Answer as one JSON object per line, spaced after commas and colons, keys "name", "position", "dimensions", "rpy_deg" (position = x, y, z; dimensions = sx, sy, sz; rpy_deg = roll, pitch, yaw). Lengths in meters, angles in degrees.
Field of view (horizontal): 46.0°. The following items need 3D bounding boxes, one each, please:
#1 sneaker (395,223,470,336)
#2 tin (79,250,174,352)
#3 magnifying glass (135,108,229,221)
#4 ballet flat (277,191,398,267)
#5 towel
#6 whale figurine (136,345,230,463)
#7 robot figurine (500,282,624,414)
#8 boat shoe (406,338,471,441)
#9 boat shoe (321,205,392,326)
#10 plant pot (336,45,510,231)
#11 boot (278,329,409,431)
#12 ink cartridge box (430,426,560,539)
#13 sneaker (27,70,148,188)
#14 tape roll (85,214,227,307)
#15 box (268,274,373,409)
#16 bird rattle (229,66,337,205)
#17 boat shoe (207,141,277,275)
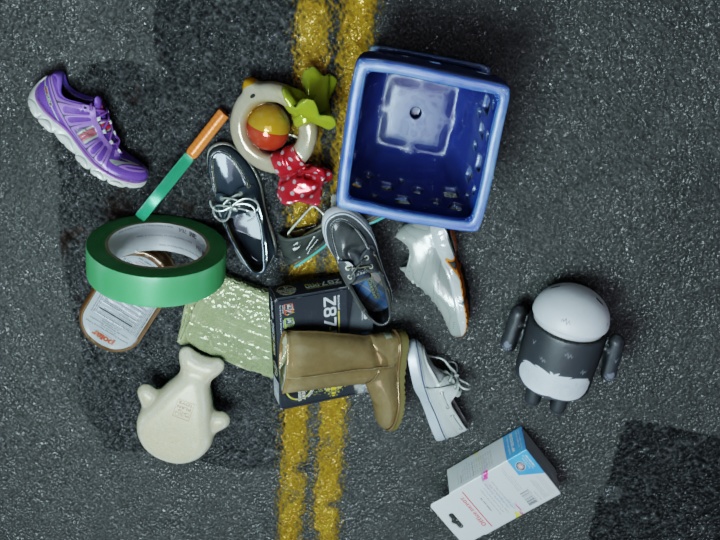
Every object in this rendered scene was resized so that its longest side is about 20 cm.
{"name": "sneaker", "position": [0.111, 0.010, 1.295], "dimensions": [0.090, 0.076, 0.203], "rpy_deg": [-11, 108, 16]}
{"name": "tin", "position": [-0.370, 0.044, 1.343], "dimensions": [0.111, 0.042, 0.201], "rpy_deg": [34, 113, -9]}
{"name": "magnifying glass", "position": [-0.259, -0.152, 1.229], "dimensions": [0.022, 0.080, 0.200], "rpy_deg": [40, 101, -13]}
{"name": "ballet flat", "position": [-0.040, -0.075, 1.257], "dimensions": [0.198, 0.068, 0.069], "rpy_deg": [-28, 104, 15]}
{"name": "towel", "position": [-0.185, 0.085, 1.355], "dimensions": [0.197, 0.037, 0.150], "rpy_deg": [21, 114, -7]}
{"name": "whale figurine", "position": [-0.286, 0.213, 1.391], "dimensions": [0.157, 0.104, 0.203], "rpy_deg": [20, 106, -8]}
{"name": "robot figurine", "position": [0.309, 0.117, 1.305], "dimensions": [0.148, 0.125, 0.203], "rpy_deg": [-2, 119, -23]}
{"name": "boat shoe", "position": [0.135, 0.188, 1.372], "dimensions": [0.085, 0.075, 0.204], "rpy_deg": [-16, 117, 11]}
{"name": "boat shoe", "position": [0.000, 0.000, 1.226], "dimensions": [0.069, 0.067, 0.202], "rpy_deg": [-19, 125, 3]}
{"name": "plant pot", "position": [0.078, -0.189, 1.131], "dimensions": [0.196, 0.181, 0.203], "rpy_deg": [10, 116, -2]}
{"name": "boot", "position": [-0.030, 0.170, 1.310], "dimensions": [0.197, 0.066, 0.179], "rpy_deg": [-2, 103, -22]}
{"name": "ink cartridge box", "position": [0.228, 0.372, 1.461], "dimensions": [0.199, 0.068, 0.116], "rpy_deg": [-34, 110, 17]}
{"name": "sneaker", "position": [-0.376, -0.198, 1.204], "dimensions": [0.083, 0.081, 0.200], "rpy_deg": [-42, 107, 14]}
{"name": "tape roll", "position": [-0.291, -0.017, 1.217], "dimensions": [0.197, 0.201, 0.049], "rpy_deg": [8, 118, -2]}
{"name": "box", "position": [-0.060, 0.110, 1.330], "dimensions": [0.158, 0.049, 0.203], "rpy_deg": [-9, 118, -19]}
{"name": "bird rattle", "position": [-0.106, -0.193, 1.204], "dimensions": [0.161, 0.113, 0.202], "rpy_deg": [21, 129, 5]}
{"name": "boat shoe", "position": [-0.179, -0.089, 1.255], "dimensions": [0.074, 0.062, 0.203], "rpy_deg": [-10, 115, 9]}
